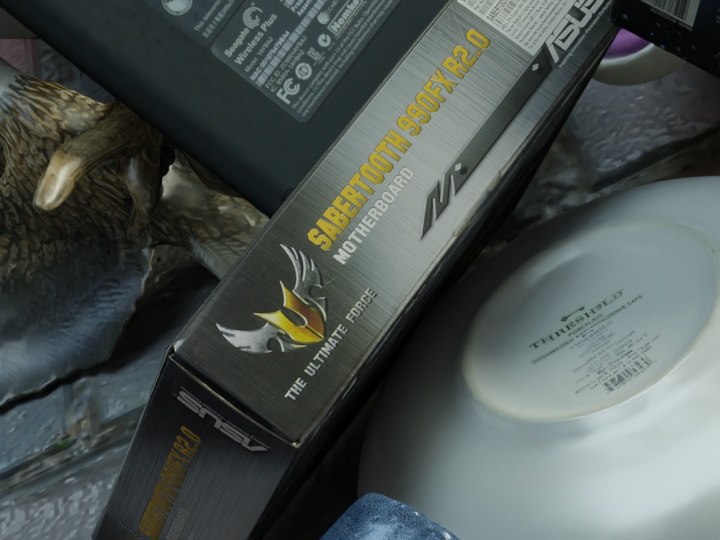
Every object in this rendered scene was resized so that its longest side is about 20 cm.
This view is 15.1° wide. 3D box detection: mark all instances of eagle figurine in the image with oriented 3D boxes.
[{"bbox_3d":[-0.120,-0.031,1.039,0.151,0.152,0.200,-6,-21,-38],"label":"eagle figurine"}]

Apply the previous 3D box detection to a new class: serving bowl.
[{"bbox_3d":[0.082,0.037,0.820,0.199,0.066,0.201,-20,36,15],"label":"serving bowl"}]

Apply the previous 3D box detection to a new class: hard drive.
[{"bbox_3d":[-0.056,-0.126,0.935,0.140,0.200,0.033,-52,3,-4],"label":"hard drive"}]

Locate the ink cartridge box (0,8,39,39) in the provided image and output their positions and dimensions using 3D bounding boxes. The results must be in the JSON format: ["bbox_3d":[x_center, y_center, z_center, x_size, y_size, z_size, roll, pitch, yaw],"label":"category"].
[{"bbox_3d":[-0.099,-0.143,1.070,0.146,0.083,0.200,-10,-2,39],"label":"ink cartridge box"}]

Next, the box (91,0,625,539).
[{"bbox_3d":[0.000,0.000,0.863,0.200,0.048,0.159,-52,-5,-27],"label":"box"}]

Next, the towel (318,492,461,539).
[{"bbox_3d":[-0.019,0.161,0.721,0.111,0.049,0.200,36,70,18],"label":"towel"}]

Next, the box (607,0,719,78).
[{"bbox_3d":[0.195,-0.086,0.822,0.199,0.038,0.137,29,59,14],"label":"box"}]

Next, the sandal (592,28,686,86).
[{"bbox_3d":[0.111,-0.161,0.912,0.082,0.050,0.204,2,71,39],"label":"sandal"}]
